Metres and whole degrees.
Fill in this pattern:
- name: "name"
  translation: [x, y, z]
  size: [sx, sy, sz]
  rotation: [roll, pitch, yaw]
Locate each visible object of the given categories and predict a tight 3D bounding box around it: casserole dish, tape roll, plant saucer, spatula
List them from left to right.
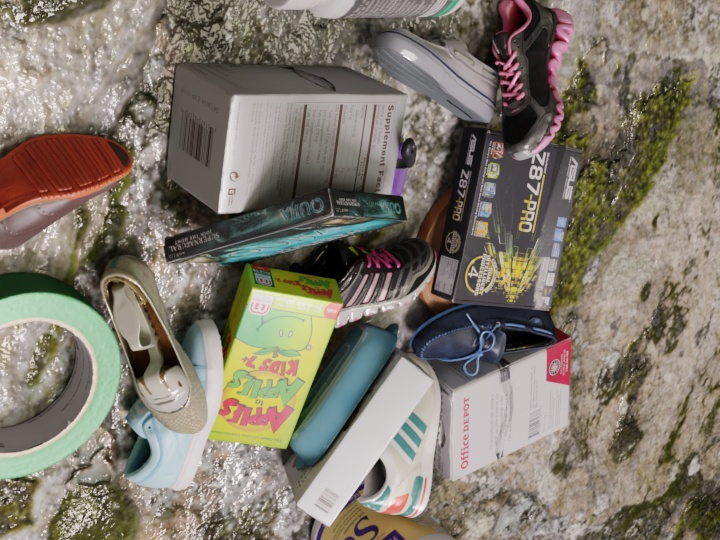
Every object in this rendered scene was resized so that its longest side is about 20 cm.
- name: "tape roll"
  translation: [-0.331, 0.103, 1.118]
  size: [0.200, 0.048, 0.201]
  rotation: [-18, 124, -30]
- name: "casserole dish"
  translation: [-0.028, 0.134, 1.327]
  size: [0.039, 0.121, 0.200]
  rotation: [35, 86, -10]
- name: "spatula"
  translation: [0.047, -0.115, 1.223]
  size: [0.020, 0.200, 0.057]
  rotation: [16, 86, -1]
- name: "plant saucer"
  translation: [0.152, -0.026, 1.427]
  size: [0.200, 0.032, 0.201]
  rotation: [-18, 123, -30]

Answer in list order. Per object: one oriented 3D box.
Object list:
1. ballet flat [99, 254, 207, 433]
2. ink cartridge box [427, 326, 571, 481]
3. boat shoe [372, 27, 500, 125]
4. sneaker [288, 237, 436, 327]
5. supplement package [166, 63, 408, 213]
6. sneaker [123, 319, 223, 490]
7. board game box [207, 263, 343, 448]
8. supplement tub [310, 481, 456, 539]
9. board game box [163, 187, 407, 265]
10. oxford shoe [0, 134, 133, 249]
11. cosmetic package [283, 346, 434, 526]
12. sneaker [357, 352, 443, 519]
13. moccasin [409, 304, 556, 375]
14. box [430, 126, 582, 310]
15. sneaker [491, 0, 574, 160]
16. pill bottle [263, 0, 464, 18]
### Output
- name: "ballet flat"
  translation: [-0.211, 0.083, 1.149]
  size: [0.067, 0.062, 0.201]
  rotation: [-20, 103, 9]
- name: "ink cartridge box"
  translation: [0.171, 0.163, 1.508]
  size: [0.199, 0.083, 0.146]
  rotation: [-20, 124, -27]
- name: "boat shoe"
  translation: [0.084, -0.224, 1.253]
  size: [0.200, 0.073, 0.067]
  rotation: [27, 81, -53]
- name: "sneaker"
  translation: [0.000, 0.000, 1.295]
  size: [0.199, 0.074, 0.088]
  rotation: [-22, 131, -21]
- name: "supplement package"
  translation: [-0.072, -0.132, 1.140]
  size: [0.199, 0.117, 0.118]
  rotation: [-6, 115, -36]
- name: "sneaker"
  translation: [-0.200, 0.144, 1.222]
  size: [0.082, 0.074, 0.201]
  rotation: [5, 108, -32]
- name: "board game box"
  translation: [-0.100, 0.095, 1.245]
  size: [0.101, 0.048, 0.201]
  rotation: [10, 120, -21]
- name: "supplement tub"
  translation: [0.045, 0.363, 1.441]
  size: [0.145, 0.200, 0.146]
  rotation: [-17, 123, -29]
- name: "board game box"
  translation: [-0.073, -0.039, 1.128]
  size: [0.135, 0.199, 0.028]
  rotation: [-1, 78, -58]
- name: "oxford shoe"
  translation: [-0.300, -0.066, 1.052]
  size: [0.199, 0.071, 0.073]
  rotation: [-22, 154, -30]
- name: "cosmetic package"
  translation: [-0.006, 0.178, 1.336]
  size: [0.052, 0.151, 0.200]
  rotation: [36, 89, -9]
- name: "sneaker"
  translation: [0.039, 0.194, 1.397]
  size: [0.093, 0.070, 0.201]
  rotation: [11, 78, -30]
- name: "moccasin"
  translation: [0.159, 0.078, 1.425]
  size: [0.199, 0.068, 0.081]
  rotation: [-13, 145, -24]
- name: "box"
  translation: [0.172, -0.058, 1.366]
  size: [0.161, 0.049, 0.201]
  rotation: [6, 98, -39]
- name: "sneaker"
  translation: [0.174, -0.218, 1.279]
  size: [0.095, 0.079, 0.201]
  rotation: [27, 60, -35]
- name: "pill bottle"
  translation: [0.004, -0.298, 1.111]
  size: [0.199, 0.113, 0.114]
  rotation: [-10, 119, -34]
